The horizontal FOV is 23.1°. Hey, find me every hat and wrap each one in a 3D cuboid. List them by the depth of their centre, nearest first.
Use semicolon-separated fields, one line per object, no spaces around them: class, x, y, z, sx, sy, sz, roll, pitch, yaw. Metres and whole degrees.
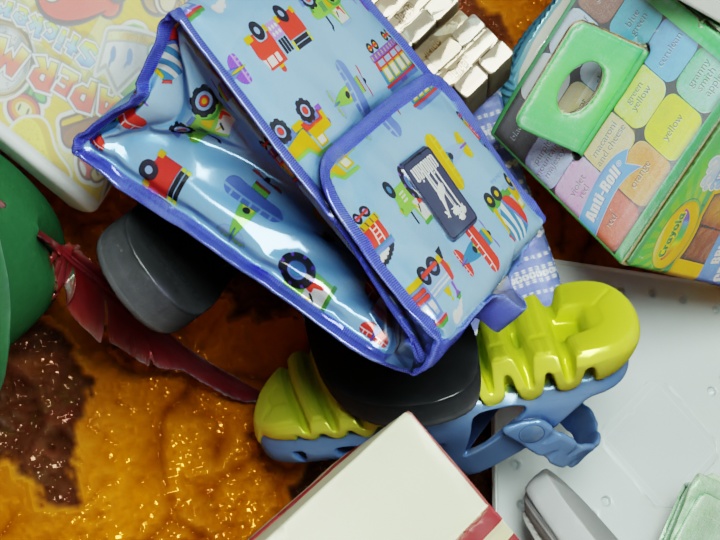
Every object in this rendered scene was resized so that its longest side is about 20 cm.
hat;-0.154;-0.024;0.858;0.165;0.201;0.175;30;38;35

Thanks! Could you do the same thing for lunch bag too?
lunch bag;-0.006;-0.041;0.810;0.200;0.094;0.151;43;32;0

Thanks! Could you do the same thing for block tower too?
block tower;-0.006;-0.163;0.948;0.054;0.058;0.200;-44;82;-5

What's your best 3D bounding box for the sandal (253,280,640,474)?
sandal;0.045;0.071;0.886;0.198;0.088;0.080;-9;36;6

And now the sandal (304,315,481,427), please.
sandal;-0.001;0.000;0.870;0.076;0.043;0.201;-21;47;-6

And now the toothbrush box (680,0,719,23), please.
toothbrush box;0.205;-0.186;0.931;0.146;0.086;0.200;25;23;-20

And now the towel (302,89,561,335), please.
towel;0.030;-0.017;0.953;0.144;0.024;0.201;-14;73;-8

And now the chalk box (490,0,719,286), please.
chalk box;0.166;-0.078;0.928;0.199;0.125;0.124;9;31;-45

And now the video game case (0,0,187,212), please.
video game case;-0.146;-0.156;0.808;0.200;0.023;0.183;42;70;-40

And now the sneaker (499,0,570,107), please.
sneaker;0.157;-0.147;1.040;0.081;0.077;0.200;48;64;1

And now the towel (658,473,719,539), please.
towel;0.230;0.215;0.935;0.199;0.023;0.153;28;78;-15

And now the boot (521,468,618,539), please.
boot;0.115;0.200;0.866;0.095;0.073;0.200;-40;58;10

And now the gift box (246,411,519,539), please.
gift box;-0.017;0.186;0.783;0.187;0.200;0.185;-40;82;-27

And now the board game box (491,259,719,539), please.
board game box;0.161;0.099;0.975;0.198;0.026;0.201;8;67;-17

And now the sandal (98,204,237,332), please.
sandal;-0.071;-0.029;0.865;0.076;0.043;0.200;50;20;-15
